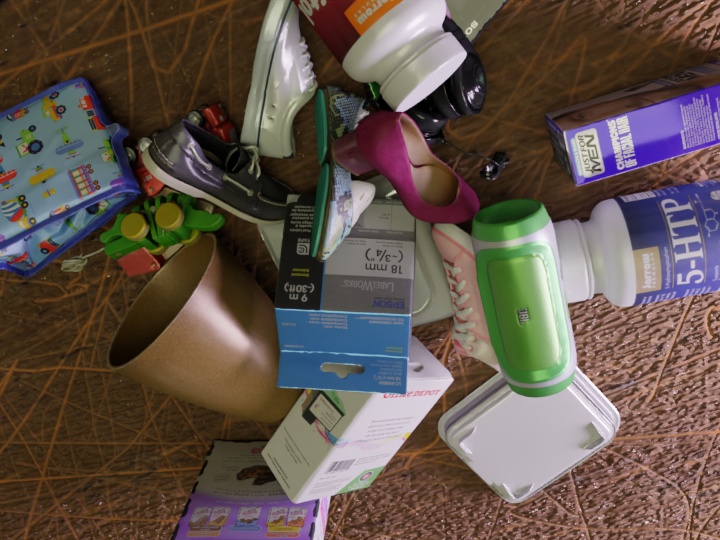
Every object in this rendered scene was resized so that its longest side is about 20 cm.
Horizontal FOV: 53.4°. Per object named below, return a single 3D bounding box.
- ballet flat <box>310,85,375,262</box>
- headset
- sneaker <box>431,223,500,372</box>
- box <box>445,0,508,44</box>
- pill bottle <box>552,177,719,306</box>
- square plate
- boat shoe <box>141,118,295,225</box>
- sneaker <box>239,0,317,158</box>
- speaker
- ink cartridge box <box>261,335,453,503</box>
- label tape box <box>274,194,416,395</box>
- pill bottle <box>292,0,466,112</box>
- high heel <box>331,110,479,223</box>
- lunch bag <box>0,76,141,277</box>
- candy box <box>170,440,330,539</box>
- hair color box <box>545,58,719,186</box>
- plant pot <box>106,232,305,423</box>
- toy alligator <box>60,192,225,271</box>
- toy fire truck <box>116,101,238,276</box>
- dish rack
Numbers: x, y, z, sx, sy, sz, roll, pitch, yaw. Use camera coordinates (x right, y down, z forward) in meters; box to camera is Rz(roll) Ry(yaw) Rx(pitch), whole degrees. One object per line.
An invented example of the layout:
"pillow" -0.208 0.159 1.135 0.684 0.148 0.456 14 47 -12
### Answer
"ballet flat" -0.015 -0.103 0.747 0.074 0.074 0.202 -1 72 5
"headset" 0.088 -0.182 0.762 0.123 0.094 0.201 -31 97 41
"sneaker" 0.130 0.038 0.834 0.105 0.075 0.200 -44 107 1
"box" 0.074 -0.335 0.722 0.200 0.036 0.143 38 110 -12
"pill bottle" 0.312 -0.025 0.780 0.198 0.120 0.121 -11 110 9
"square plate" 0.000 0.000 0.864 0.199 0.028 0.199 -19 109 11
"boat shoe" -0.132 -0.104 0.765 0.199 0.073 0.063 18 124 -46
"sneaker" -0.079 -0.216 0.770 0.070 0.073 0.201 11 121 -10
"speaker" 0.174 0.030 0.759 0.088 0.089 0.201 -13 110 9
"ink cartridge box" -0.003 0.174 0.865 0.084 0.144 0.201 48 114 32
"label tape box" -0.014 0.023 0.763 0.143 0.063 0.201 2 68 3
"pill bottle" 0.006 -0.252 0.661 0.113 0.113 0.200 -38 90 17
"high heel" 0.072 -0.098 0.719 0.199 0.096 0.068 16 72 -36
"lunch bag" -0.345 -0.111 0.791 0.199 0.094 0.151 -30 75 9
"candy box" -0.127 0.301 0.900 0.166 0.200 0.072 -1 112 5
"hair color box" 0.302 -0.155 0.735 0.199 0.109 0.065 -18 109 11
"plant pot" -0.158 0.089 0.845 0.186 0.187 0.200 -41 116 18
"toy alligator" -0.247 -0.049 0.801 0.199 0.059 0.055 -15 69 9
"toy fire truck" -0.216 -0.093 0.834 0.199 0.049 0.142 -24 108 12
"dish rack" 0.218 0.209 0.921 0.200 0.044 0.172 -41 104 19
